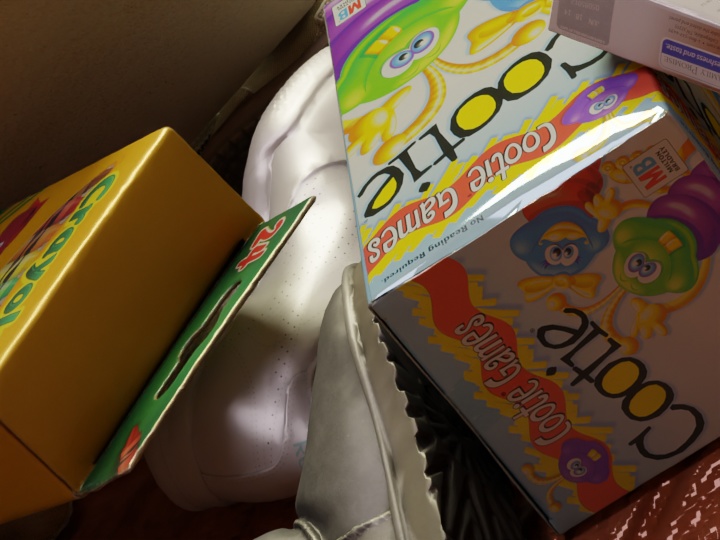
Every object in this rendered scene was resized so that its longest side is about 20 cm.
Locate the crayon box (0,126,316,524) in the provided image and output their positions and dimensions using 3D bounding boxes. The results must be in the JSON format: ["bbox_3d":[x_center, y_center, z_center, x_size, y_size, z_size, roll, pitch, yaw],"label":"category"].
[{"bbox_3d":[-0.113,0.026,0.931,0.200,0.051,0.127,-22,29,50],"label":"crayon box"}]

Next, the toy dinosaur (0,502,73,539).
[{"bbox_3d":[-0.157,0.102,1.032,0.101,0.058,0.200,-30,32,-14],"label":"toy dinosaur"}]

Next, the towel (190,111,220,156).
[{"bbox_3d":[-0.176,-0.056,1.159,0.193,0.035,0.200,-46,64,6],"label":"towel"}]

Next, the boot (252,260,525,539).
[{"bbox_3d":[-0.047,0.102,0.846,0.200,0.073,0.182,-36,33,22],"label":"boot"}]

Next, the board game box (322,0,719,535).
[{"bbox_3d":[0.063,-0.031,0.869,0.103,0.105,0.200,-33,27,13],"label":"board game box"}]

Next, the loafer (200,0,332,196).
[{"bbox_3d":[0.018,-0.094,1.061,0.200,0.076,0.067,-33,33,14],"label":"loafer"}]

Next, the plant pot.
[{"bbox_3d":[-0.175,-0.116,1.039,0.200,0.177,0.200,-47,66,20],"label":"plant pot"}]

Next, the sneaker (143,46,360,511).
[{"bbox_3d":[0.000,0.000,0.962,0.088,0.075,0.200,-5,48,33],"label":"sneaker"}]

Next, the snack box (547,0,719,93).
[{"bbox_3d":[0.139,-0.099,0.837,0.072,0.024,0.200,23,32,28],"label":"snack box"}]
